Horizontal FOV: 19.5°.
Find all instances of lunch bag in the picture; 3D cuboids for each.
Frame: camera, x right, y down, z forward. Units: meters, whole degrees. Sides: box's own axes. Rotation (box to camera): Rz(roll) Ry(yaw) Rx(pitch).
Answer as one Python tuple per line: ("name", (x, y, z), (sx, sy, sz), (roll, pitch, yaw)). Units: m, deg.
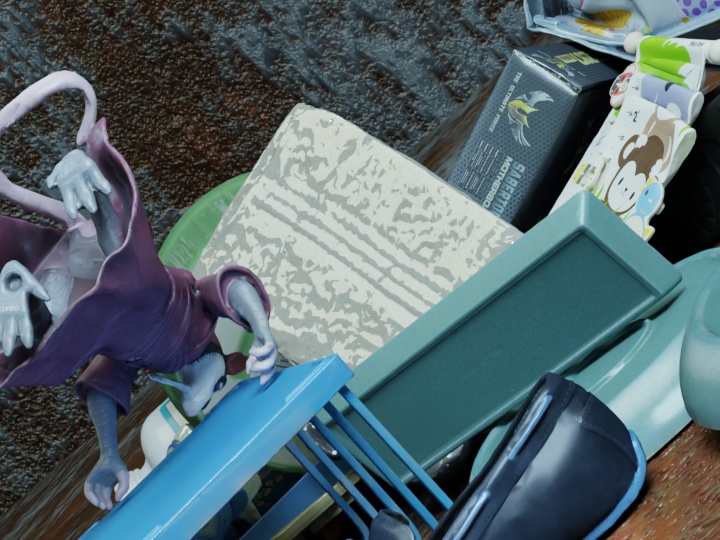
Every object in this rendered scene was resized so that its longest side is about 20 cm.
("lunch bag", (0.218, -0.182, 1.240), (0.199, 0.128, 0.169), (-19, -8, 40))

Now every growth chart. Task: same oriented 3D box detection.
("growth chart", (0.128, -0.042, 1.098), (0.201, 0.018, 0.145), (-59, 17, -7))

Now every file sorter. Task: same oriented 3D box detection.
("file sorter", (-0.045, 0.137, 1.001), (0.139, 0.123, 0.200), (-43, 6, -15))

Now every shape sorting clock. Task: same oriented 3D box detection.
("shape sorting clock", (-0.027, 0.144, 1.243), (0.200, 0.039, 0.200), (-44, -4, -4))

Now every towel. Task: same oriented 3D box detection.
("towel", (0.000, 0.000, 1.140), (0.133, 0.200, 0.034), (-57, -38, 3))

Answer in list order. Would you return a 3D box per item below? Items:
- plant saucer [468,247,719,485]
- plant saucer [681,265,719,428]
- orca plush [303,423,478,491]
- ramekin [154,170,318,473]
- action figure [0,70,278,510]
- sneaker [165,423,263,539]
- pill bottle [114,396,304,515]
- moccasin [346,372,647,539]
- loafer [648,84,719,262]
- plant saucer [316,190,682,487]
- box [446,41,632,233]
("plant saucer", (0.120, 0.053, 0.989), (0.200, 0.027, 0.200), (-42, 6, 6))
("plant saucer", (0.202, -0.014, 0.829), (0.200, 0.027, 0.200), (-38, 11, 8))
("orca plush", (0.005, 0.064, 1.176), (0.199, 0.071, 0.106), (27, 76, 37))
("ramekin", (-0.039, 0.036, 1.368), (0.200, 0.200, 0.098), (-42, 12, -2))
("action figure", (-0.120, 0.019, 1.035), (0.133, 0.150, 0.200), (-32, -25, 11))
("sneaker", (-0.113, 0.166, 1.331), (0.089, 0.078, 0.200), (-52, -13, -17))
("pill bottle", (-0.078, 0.111, 1.480), (0.200, 0.111, 0.111), (-42, 6, 0))
("moccasin", (0.028, 0.123, 0.874), (0.200, 0.068, 0.080), (-44, 6, -6))
("loafer", (0.200, -0.063, 1.134), (0.071, 0.073, 0.200), (-32, 1, -36))
("plant saucer", (0.061, 0.041, 1.020), (0.200, 0.070, 0.019), (-40, 23, 30))
("box", (0.090, -0.037, 1.246), (0.201, 0.051, 0.157), (-64, -17, 17))
